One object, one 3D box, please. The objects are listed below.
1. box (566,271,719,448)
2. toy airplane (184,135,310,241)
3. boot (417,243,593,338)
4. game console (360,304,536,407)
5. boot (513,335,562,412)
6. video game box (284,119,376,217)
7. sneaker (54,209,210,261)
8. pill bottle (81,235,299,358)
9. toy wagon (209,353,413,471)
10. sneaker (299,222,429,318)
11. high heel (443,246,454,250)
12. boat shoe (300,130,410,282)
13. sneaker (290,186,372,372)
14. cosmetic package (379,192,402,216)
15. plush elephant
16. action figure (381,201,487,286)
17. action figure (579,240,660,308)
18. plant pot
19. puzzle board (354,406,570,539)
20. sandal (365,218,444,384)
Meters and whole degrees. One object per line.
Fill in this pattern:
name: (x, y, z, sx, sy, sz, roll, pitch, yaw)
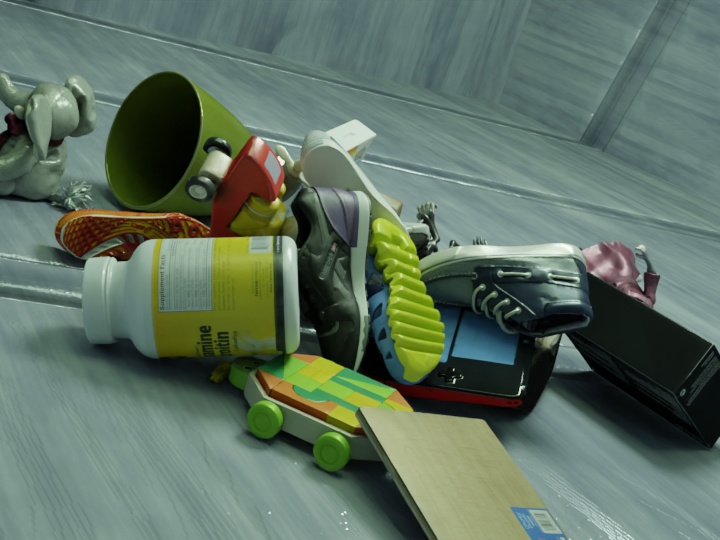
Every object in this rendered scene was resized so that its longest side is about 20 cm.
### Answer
box: (0.340, 0.103, 1.278, 0.199, 0.079, 0.141, 36, -10, 47)
toy airplane: (-0.116, -0.039, 1.173, 0.139, 0.203, 0.199, 14, 3, 1)
boot: (0.149, 0.026, 1.160, 0.197, 0.073, 0.091, -7, 50, 6)
game console: (0.100, 0.072, 1.166, 0.174, 0.031, 0.201, 3, 32, 14)
boot: (0.146, 0.089, 1.239, 0.149, 0.074, 0.200, 18, 23, 16)
video game box: (-0.058, -0.108, 1.463, 0.046, 0.184, 0.200, 31, 18, 4)
sneaker: (-0.255, -0.041, 1.255, 0.197, 0.074, 0.077, 11, 7, -30)
pill bottle: (-0.157, 0.026, 1.023, 0.196, 0.114, 0.112, -2, 18, -3)
toy wagon: (-0.048, 0.119, 1.003, 0.198, 0.040, 0.155, 23, 17, 16)
sneaker: (0.000, 0.000, 1.292, 0.198, 0.083, 0.077, -22, 14, -23)
high heel: (0.064, 0.025, 1.314, 0.067, 0.097, 0.199, 27, 19, 29)
boat shoe: (-0.006, -0.072, 1.210, 0.200, 0.072, 0.069, 48, 16, -28)
sneaker: (-0.043, 0.015, 1.108, 0.086, 0.203, 0.076, 6, -13, -26)
cosmetic package: (-0.012, -0.044, 1.449, 0.086, 0.105, 0.200, 21, 18, 8)
plush elephant: (-0.416, -0.175, 1.358, 0.197, 0.157, 0.165, 18, 17, 5)
action figure: (0.081, -0.021, 1.454, 0.198, 0.119, 0.103, 11, 46, -44)
action figure: (0.398, 0.040, 1.664, 0.150, 0.133, 0.201, 57, 6, -36)
plant pot: (-0.218, -0.150, 1.498, 0.186, 0.189, 0.199, 30, 6, 38)
puzzle board: (0.093, 0.191, 0.900, 0.149, 0.018, 0.201, 12, 29, -35)
sandal: (0.030, 0.043, 1.133, 0.079, 0.087, 0.202, 28, 33, -32)
